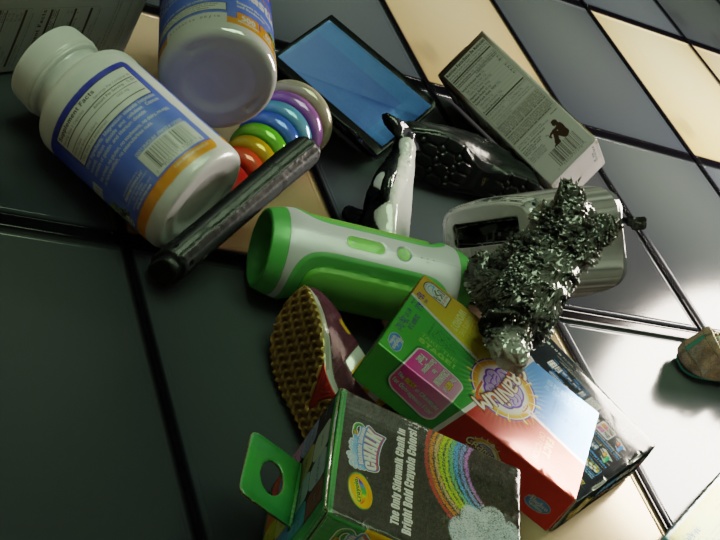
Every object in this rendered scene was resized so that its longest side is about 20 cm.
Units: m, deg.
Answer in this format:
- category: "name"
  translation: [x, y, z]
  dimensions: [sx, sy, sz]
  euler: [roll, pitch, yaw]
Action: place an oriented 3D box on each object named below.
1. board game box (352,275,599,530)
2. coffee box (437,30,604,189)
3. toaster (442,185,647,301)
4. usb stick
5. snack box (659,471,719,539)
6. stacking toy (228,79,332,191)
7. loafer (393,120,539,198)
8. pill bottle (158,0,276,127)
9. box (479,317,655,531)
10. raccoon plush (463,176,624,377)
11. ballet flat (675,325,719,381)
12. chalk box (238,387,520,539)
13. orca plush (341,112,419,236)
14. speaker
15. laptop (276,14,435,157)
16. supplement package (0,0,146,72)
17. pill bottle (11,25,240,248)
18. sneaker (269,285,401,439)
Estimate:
- category: "board game box"
  translation: [0.102, 0.105, 1.074]
  dimensions: [0.200, 0.040, 0.153]
  euler: [38, 27, 0]
- category: "coffee box"
  translation: [0.197, -0.184, 1.562]
  dimensions: [0.200, 0.080, 0.113]
  euler: [47, 5, 19]
- category: "toaster"
  translation: [0.174, -0.024, 1.289]
  dimensions: [0.128, 0.199, 0.115]
  euler: [-7, 92, -37]
- category: "usb stick"
  translation: [-0.108, -0.056, 1.138]
  dimensions: [0.033, 0.055, 0.200]
  euler: [53, 55, -9]
- category: "snack box"
  translation: [0.354, 0.261, 1.203]
  dimensions: [0.116, 0.037, 0.199]
  euler: [44, 34, 16]
- category: "stacking toy"
  translation: [-0.099, -0.111, 1.258]
  dimensions: [0.085, 0.086, 0.200]
  euler: [34, 38, 0]
- category: "loafer"
  translation: [0.117, -0.126, 1.473]
  dimensions: [0.199, 0.068, 0.071]
  euler: [19, 27, -31]
- category: "pill bottle"
  translation: [-0.142, -0.243, 1.261]
  dimensions: [0.111, 0.112, 0.201]
  euler: [18, 38, -23]
- category: "box"
  translation: [0.161, 0.129, 1.198]
  dimensions: [0.200, 0.046, 0.158]
  euler: [47, 35, 19]
- category: "raccoon plush"
  translation: [0.172, 0.009, 1.111]
  dimensions: [0.097, 0.134, 0.200]
  euler: [38, 18, -22]
- category: "ballet flat"
  translation: [0.450, 0.101, 1.464]
  dimensions: [0.199, 0.067, 0.068]
  euler: [9, 41, -34]
- category: "chalk box"
  translation: [0.001, 0.183, 0.921]
  dimensions: [0.199, 0.124, 0.125]
  euler: [25, 35, -11]
- category: "orca plush"
  translation: [0.012, -0.075, 1.306]
  dimensions: [0.070, 0.105, 0.202]
  euler: [-2, 61, 13]
- category: "speaker"
  translation: [0.000, 0.000, 1.175]
  dimensions: [0.198, 0.089, 0.089]
  euler: [13, 38, -21]
- category: "laptop"
  translation: [-0.022, -0.221, 1.428]
  dimensions: [0.177, 0.103, 0.200]
  euler: [41, 3, 12]
- category: "supplement package"
  translation: [-0.318, -0.270, 1.236]
  dimensions: [0.114, 0.110, 0.199]
  euler: [46, 35, 19]
- category: "pill bottle"
  translation: [-0.212, -0.123, 1.138]
  dimensions: [0.200, 0.112, 0.112]
  euler: [41, 33, 12]
- category: "sneaker"
  translation: [-0.010, 0.102, 1.071]
  dimensions: [0.090, 0.075, 0.201]
  euler: [15, 42, -41]
